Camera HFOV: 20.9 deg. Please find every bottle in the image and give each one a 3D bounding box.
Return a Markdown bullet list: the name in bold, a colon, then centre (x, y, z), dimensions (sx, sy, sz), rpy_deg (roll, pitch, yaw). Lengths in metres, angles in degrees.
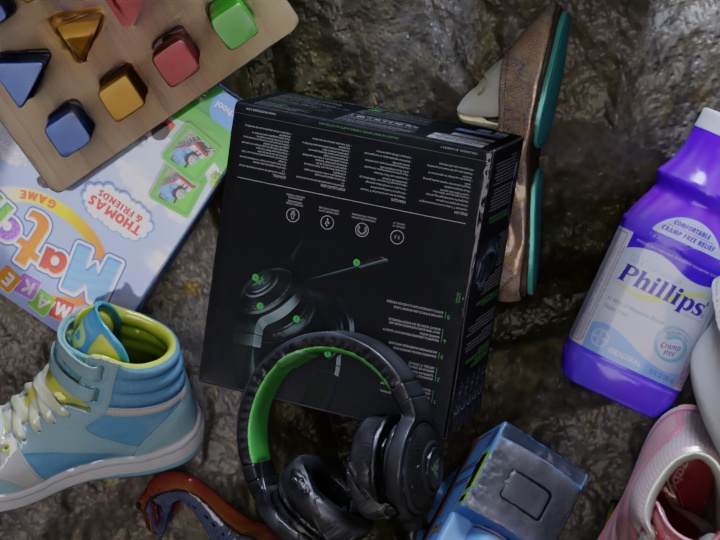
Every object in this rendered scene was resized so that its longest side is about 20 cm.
- **bottle**: centre (0.205, -0.007, 1.287), dimensions (0.083, 0.065, 0.201), rpy_deg (25, 95, -1)

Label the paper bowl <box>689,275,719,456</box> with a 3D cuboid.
- **paper bowl**: centre (0.281, 0.086, 1.223), dimensions (0.104, 0.201, 0.201), rpy_deg (-31, 92, 21)

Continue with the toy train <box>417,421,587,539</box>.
- **toy train**: centre (0.066, 0.196, 1.261), dimensions (0.086, 0.114, 0.200), rpy_deg (33, 65, -3)

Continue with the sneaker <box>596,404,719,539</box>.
- **sneaker**: centre (0.187, 0.189, 1.241), dimensions (0.075, 0.105, 0.201), rpy_deg (17, 99, 1)

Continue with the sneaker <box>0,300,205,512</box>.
- **sneaker**: centre (-0.204, 0.081, 1.273), dimensions (0.199, 0.080, 0.131), rpy_deg (-14, 135, -12)

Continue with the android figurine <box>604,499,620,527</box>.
- **android figurine**: centre (0.192, 0.261, 1.318), dimensions (0.181, 0.041, 0.201), rpy_deg (10, 94, 2)

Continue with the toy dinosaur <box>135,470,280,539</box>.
- **toy dinosaur**: centre (-0.066, 0.205, 1.331), dimensions (0.199, 0.105, 0.182), rpy_deg (-23, 82, -29)

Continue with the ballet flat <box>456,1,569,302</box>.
- **ballet flat**: centre (0.093, -0.080, 1.291), dimensions (0.067, 0.068, 0.201), rpy_deg (8, 93, 11)

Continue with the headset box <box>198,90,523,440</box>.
- **headset box**: centre (0.000, 0.000, 1.257), dimensions (0.173, 0.093, 0.201), rpy_deg (11, 102, 16)

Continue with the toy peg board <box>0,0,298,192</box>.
- **toy peg board**: centre (-0.172, -0.177, 1.226), dimensions (0.199, 0.098, 0.200), rpy_deg (-34, 104, 3)

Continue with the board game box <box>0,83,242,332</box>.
- **board game box**: centre (-0.180, -0.063, 1.320), dimensions (0.151, 0.037, 0.200), rpy_deg (34, 96, 0)

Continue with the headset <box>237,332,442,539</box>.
- **headset**: centre (-0.006, 0.135, 1.178), dimensions (0.123, 0.094, 0.201), rpy_deg (-30, 80, 22)
